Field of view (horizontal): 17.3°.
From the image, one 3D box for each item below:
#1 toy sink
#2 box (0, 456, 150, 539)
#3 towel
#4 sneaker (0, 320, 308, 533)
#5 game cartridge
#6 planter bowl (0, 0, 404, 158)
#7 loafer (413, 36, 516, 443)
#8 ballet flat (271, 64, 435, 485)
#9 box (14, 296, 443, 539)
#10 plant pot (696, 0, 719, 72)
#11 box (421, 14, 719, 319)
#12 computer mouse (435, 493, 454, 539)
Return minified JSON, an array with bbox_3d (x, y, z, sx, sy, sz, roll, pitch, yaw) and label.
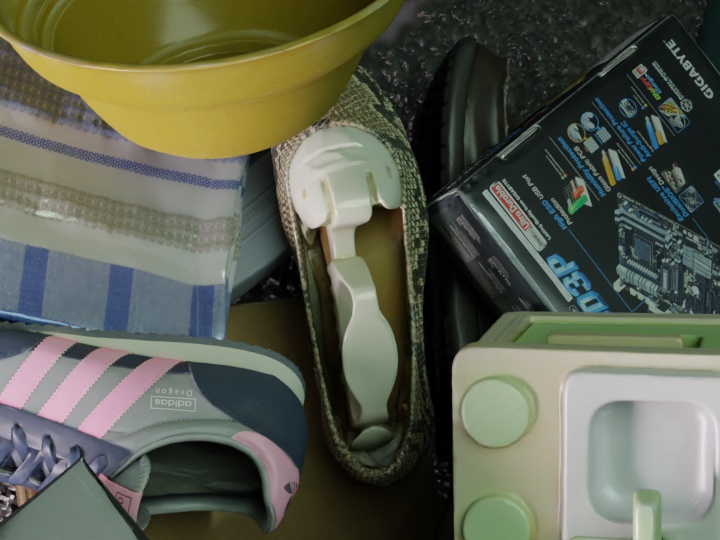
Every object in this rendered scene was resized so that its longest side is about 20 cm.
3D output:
[{"bbox_3d":[0.107,0.079,0.965,0.130,0.200,0.112,1,99,13],"label":"toy sink"},{"bbox_3d":[-0.135,0.176,0.921,0.149,0.200,0.124,-40,88,-19],"label":"box"},{"bbox_3d":[-0.118,-0.057,1.070,0.147,0.024,0.200,14,62,-15],"label":"towel"},{"bbox_3d":[-0.121,0.072,1.007,0.200,0.070,0.082,0,44,-4],"label":"sneaker"},{"bbox_3d":[-0.083,-0.052,1.115,0.133,0.041,0.200,45,58,8],"label":"game cartridge"},{"bbox_3d":[-0.064,-0.106,1.031,0.200,0.084,0.201,-4,36,3],"label":"planter bowl"},{"bbox_3d":[0.068,-0.014,1.157,0.071,0.073,0.200,0,83,-11],"label":"loafer"},{"bbox_3d":[0.000,0.000,1.069,0.068,0.075,0.200,-8,93,2],"label":"ballet flat"},{"bbox_3d":[-0.060,0.097,1.095,0.200,0.021,0.164,-6,75,-25],"label":"box"},{"bbox_3d":[0.287,-0.145,1.224,0.141,0.200,0.141,25,65,-13],"label":"plant pot"},{"bbox_3d":[0.147,0.002,1.119,0.159,0.046,0.200,-39,93,-27],"label":"box"},{"bbox_3d":[0.116,0.121,1.129,0.200,0.053,0.139,-17,84,-26],"label":"computer mouse"}]
